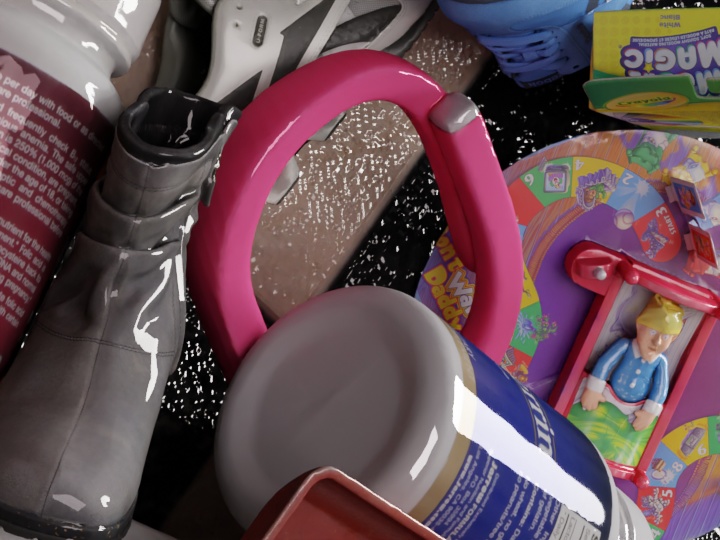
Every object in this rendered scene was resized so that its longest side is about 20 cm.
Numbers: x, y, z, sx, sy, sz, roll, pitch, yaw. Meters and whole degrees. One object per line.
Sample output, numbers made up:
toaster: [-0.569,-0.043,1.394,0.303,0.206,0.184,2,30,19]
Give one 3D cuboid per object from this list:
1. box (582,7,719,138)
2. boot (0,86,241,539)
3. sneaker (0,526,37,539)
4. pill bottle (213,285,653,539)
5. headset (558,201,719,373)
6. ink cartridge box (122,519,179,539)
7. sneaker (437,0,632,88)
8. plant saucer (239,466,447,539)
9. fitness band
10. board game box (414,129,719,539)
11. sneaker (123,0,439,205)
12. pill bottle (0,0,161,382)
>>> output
box: [0.171,-0.086,1.205,0.200,0.117,0.049,-2,92,-73]
boot: [-0.094,0.008,1.007,0.070,0.200,0.132,17,112,-6]
sneaker: [-0.174,0.168,0.968,0.200,0.070,0.080,-39,107,-21]
pill bottle: [0.038,0.097,1.148,0.200,0.116,0.116,39,70,-47]
headset: [0.179,0.002,1.309,0.199,0.094,0.124,-4,100,-17]
ink cartridge box: [-0.077,0.191,1.130,0.200,0.083,0.147,27,78,-30]
sneaker: [0.080,-0.111,1.187,0.200,0.066,0.079,-32,128,-68]
plant saucer: [-0.021,0.186,1.054,0.199,0.037,0.200,36,89,-41]
fitness band: [0.000,0.000,1.158,0.143,0.037,0.200,-37,134,-17]
board game box: [0.120,0.039,1.237,0.158,0.039,0.201,-22,103,-2]
sneaker: [-0.032,-0.110,1.160,0.089,0.074,0.200,47,67,-26]
pill bottle: [-0.161,-0.039,1.058,0.114,0.114,0.200,32,75,-28]
